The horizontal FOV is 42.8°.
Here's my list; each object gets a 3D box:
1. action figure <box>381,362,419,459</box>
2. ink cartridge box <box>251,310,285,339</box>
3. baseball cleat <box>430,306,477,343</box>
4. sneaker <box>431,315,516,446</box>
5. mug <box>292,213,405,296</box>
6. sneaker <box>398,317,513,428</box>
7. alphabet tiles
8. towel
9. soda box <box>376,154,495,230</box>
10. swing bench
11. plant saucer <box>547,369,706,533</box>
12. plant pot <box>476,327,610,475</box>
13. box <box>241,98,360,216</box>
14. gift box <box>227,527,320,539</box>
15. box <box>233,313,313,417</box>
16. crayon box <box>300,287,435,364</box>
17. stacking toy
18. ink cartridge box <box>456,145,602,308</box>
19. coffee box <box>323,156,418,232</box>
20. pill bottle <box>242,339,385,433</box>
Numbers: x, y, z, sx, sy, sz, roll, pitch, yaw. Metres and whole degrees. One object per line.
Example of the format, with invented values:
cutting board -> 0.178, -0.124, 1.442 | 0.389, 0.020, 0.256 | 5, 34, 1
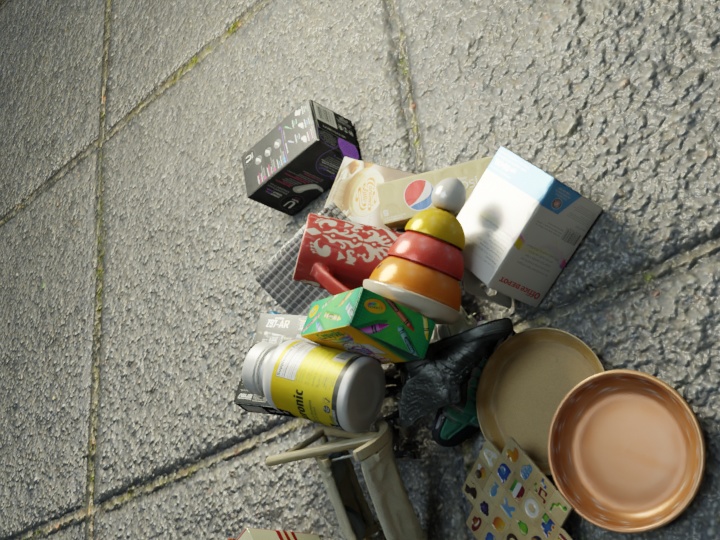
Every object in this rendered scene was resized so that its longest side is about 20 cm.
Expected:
action figure -> 0.050, 0.188, 1.417 | 0.102, 0.119, 0.200 | 2, 80, 7
ink cartridge box -> -0.095, 0.170, 1.569 | 0.067, 0.116, 0.200 | -49, 45, 18
baseball cleat -> 0.113, 0.069, 1.398 | 0.106, 0.070, 0.200 | -43, 23, 10
sneaker -> 0.158, 0.164, 1.363 | 0.200, 0.074, 0.088 | -58, 30, -4
mug -> 0.003, -0.011, 1.419 | 0.178, 0.200, 0.134 | -98, 23, -82
sneaker -> 0.134, 0.144, 1.282 | 0.200, 0.060, 0.104 | -22, 84, 21
alphabet tiles -> 0.210, 0.331, 1.237 | 0.200, 0.006, 0.167 | 50, 130, 43
towel -> -0.065, 0.008, 1.561 | 0.200, 0.166, 0.086 | -44, 6, 22
soda box -> 0.131, -0.120, 1.433 | 0.200, 0.064, 0.068 | -13, 79, 14
swing bench -> -0.002, 0.334, 1.343 | 0.200, 0.130, 0.199 | -13, 98, 41
plant saucer -> 0.334, 0.226, 1.152 | 0.200, 0.037, 0.201 | -8, 76, 34
plant pot -> 0.253, 0.179, 1.262 | 0.200, 0.027, 0.200 | -9, 75, 36
box -> -0.115, -0.211, 1.741 | 0.200, 0.122, 0.106 | -34, 52, 30
gift box -> -0.153, 0.522, 1.436 | 0.200, 0.184, 0.187 | -47, 48, 13
box -> -0.090, 0.152, 1.462 | 0.200, 0.044, 0.160 | 1, 63, 26
crayon box -> 0.006, 0.083, 1.298 | 0.200, 0.119, 0.058 | -20, 47, 66
stacking toy -> 0.100, -0.035, 1.287 | 0.146, 0.146, 0.200 | 14, 81, 47
ink cartridge box -> 0.222, -0.052, 1.330 | 0.200, 0.128, 0.125 | -58, 43, 11
coffee box -> 0.040, -0.119, 1.578 | 0.200, 0.080, 0.115 | 19, 88, 47
pill bottle -> -0.073, 0.163, 1.350 | 0.200, 0.111, 0.111 | 11, 81, 33
